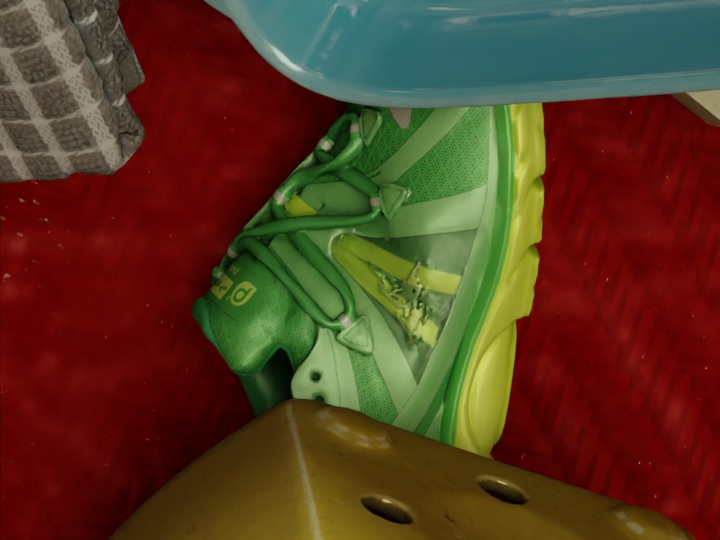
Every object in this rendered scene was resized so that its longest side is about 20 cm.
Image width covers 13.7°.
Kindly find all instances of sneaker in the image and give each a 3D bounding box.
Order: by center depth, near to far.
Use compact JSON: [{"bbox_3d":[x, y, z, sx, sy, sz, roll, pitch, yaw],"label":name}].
[{"bbox_3d":[0.000,0.000,0.793,0.083,0.074,0.201,5,96,-16],"label":"sneaker"}]

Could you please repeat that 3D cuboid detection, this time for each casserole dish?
[{"bbox_3d":[0.037,-0.098,0.702,0.039,0.199,0.122,-59,134,-40],"label":"casserole dish"}]

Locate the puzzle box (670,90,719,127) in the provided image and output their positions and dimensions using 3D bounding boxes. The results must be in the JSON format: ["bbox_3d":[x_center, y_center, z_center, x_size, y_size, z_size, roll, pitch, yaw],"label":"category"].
[{"bbox_3d":[0.062,-0.151,0.813,0.200,0.025,0.133,38,89,-13],"label":"puzzle box"}]

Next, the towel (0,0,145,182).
[{"bbox_3d":[-0.150,-0.083,0.685,0.165,0.086,0.200,-19,140,8],"label":"towel"}]

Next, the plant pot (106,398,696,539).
[{"bbox_3d":[0.004,0.151,0.729,0.193,0.196,0.201,19,106,-13],"label":"plant pot"}]
